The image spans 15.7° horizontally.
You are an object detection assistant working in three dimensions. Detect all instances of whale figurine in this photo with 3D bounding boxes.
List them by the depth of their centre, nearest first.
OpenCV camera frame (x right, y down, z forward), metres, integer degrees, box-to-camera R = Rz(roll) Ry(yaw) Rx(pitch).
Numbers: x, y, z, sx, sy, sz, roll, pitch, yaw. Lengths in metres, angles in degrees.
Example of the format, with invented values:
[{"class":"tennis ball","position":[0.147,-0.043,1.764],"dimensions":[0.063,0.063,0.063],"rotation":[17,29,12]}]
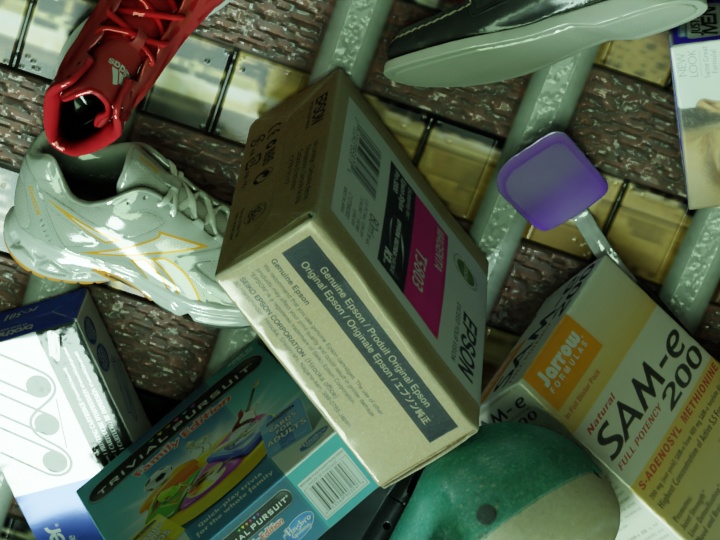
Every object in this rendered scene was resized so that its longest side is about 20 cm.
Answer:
[{"class":"whale figurine","position":[0.050,0.164,1.494],"dimensions":[0.200,0.159,0.104],"rotation":[-39,73,14]}]

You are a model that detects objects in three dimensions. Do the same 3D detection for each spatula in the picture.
[{"class":"spatula","position":[0.155,-0.003,1.603],"dimensions":[0.056,0.021,0.200],"rotation":[-32,112,18]}]

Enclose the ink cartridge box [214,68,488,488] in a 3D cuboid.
[{"class":"ink cartridge box","position":[0.000,0.000,1.515],"dimensions":[0.075,0.200,0.165],"rotation":[-31,113,19]}]

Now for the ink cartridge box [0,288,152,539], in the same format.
[{"class":"ink cartridge box","position":[-0.181,0.116,1.684],"dimensions":[0.094,0.044,0.201],"rotation":[-16,116,15]}]

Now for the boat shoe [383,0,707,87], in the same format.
[{"class":"boat shoe","position":[0.101,-0.154,1.502],"dimensions":[0.199,0.074,0.061],"rotation":[-15,76,30]}]

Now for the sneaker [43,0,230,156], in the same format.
[{"class":"sneaker","position":[-0.117,-0.142,1.495],"dimensions":[0.078,0.116,0.200],"rotation":[26,119,-11]}]

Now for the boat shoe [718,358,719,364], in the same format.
[{"class":"boat shoe","position":[0.318,0.047,1.587],"dimensions":[0.200,0.071,0.091],"rotation":[-30,116,22]}]

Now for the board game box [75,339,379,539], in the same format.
[{"class":"board game box","position":[-0.083,0.129,1.568],"dimensions":[0.151,0.200,0.047],"rotation":[-40,111,-5]}]

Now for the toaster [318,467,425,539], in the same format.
[{"class":"toaster","position":[0.062,0.193,1.620],"dimensions":[0.200,0.119,0.181],"rotation":[33,83,-14]}]

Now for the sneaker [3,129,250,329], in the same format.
[{"class":"sneaker","position":[-0.115,-0.029,1.572],"dimensions":[0.199,0.076,0.092],"rotation":[11,133,-2]}]

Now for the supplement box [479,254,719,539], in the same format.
[{"class":"supplement box","position":[0.173,0.108,1.575],"dimensions":[0.200,0.126,0.074],"rotation":[43,141,-7]}]

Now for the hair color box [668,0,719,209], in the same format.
[{"class":"hair color box","position":[0.282,-0.105,1.513],"dimensions":[0.199,0.065,0.110],"rotation":[-6,119,10]}]
